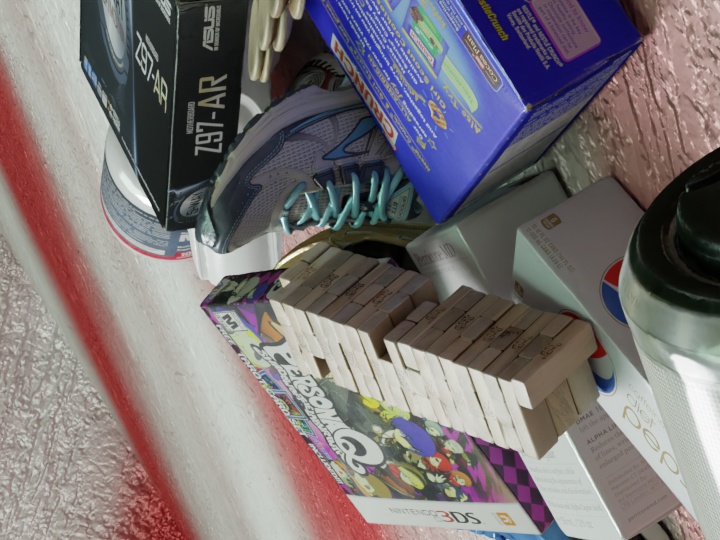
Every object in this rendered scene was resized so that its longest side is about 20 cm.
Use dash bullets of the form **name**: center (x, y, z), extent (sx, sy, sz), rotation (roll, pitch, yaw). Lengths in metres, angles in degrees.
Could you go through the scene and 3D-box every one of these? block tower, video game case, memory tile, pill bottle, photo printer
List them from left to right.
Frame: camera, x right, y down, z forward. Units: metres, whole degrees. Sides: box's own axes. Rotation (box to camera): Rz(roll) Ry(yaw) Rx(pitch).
- **pill bottle**: center (-0.148, -0.088, 1.598), extent (0.120, 0.119, 0.200), rotation (58, 164, 8)
- **photo printer**: center (-0.094, -0.113, 1.373), extent (0.200, 0.069, 0.167), rotation (87, 177, -47)
- **memory tile**: center (-0.043, -0.212, 1.061), extent (0.153, 0.017, 0.201), rotation (122, 150, -73)
- **video game case**: center (0.012, 0.081, 1.236), extent (0.181, 0.036, 0.200), rotation (-6, 126, 53)
- **block tower**: center (0.036, 0.041, 1.050), extent (0.200, 0.054, 0.058), rotation (16, 138, 45)

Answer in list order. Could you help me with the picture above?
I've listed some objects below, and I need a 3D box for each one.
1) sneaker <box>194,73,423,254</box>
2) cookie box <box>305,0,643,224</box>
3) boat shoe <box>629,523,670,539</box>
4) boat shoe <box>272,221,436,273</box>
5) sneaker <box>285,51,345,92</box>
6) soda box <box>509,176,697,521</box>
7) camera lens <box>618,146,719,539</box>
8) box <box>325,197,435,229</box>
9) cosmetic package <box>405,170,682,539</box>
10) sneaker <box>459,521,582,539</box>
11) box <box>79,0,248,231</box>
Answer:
- **sneaker**: center (-0.006, -0.060, 1.102), extent (0.086, 0.200, 0.078), rotation (43, 144, 14)
- **cookie box**: center (0.043, -0.136, 1.003), extent (0.171, 0.075, 0.200), rotation (59, 164, 6)
- **boat shoe**: center (0.176, 0.237, 1.281), extent (0.076, 0.060, 0.200), rotation (39, 154, 52)
- **boat shoe**: center (0.000, 0.000, 1.253), extent (0.200, 0.076, 0.072), rotation (-12, 83, 47)
- **sneaker**: center (-0.027, -0.094, 1.278), extent (0.078, 0.082, 0.200), rotation (61, 168, -7)
- **soda box**: center (0.159, 0.050, 1.000), extent (0.200, 0.064, 0.068), rotation (51, 161, 27)
- **camera lens**: center (0.192, 0.049, 0.716), extent (0.160, 0.160, 0.200), rotation (31, 147, 60)
- **box**: center (0.035, 0.014, 1.374), extent (0.144, 0.036, 0.200), rotation (22, 138, 65)
- **cosmetic package**: center (0.112, 0.050, 1.129), extent (0.200, 0.074, 0.102), rotation (60, 164, -2)
- **sneaker**: center (0.070, 0.157, 1.366), extent (0.200, 0.079, 0.066), rotation (35, 170, 17)
- **box**: center (-0.125, -0.145, 1.214), extent (0.200, 0.043, 0.161), rotation (-121, 30, -45)
